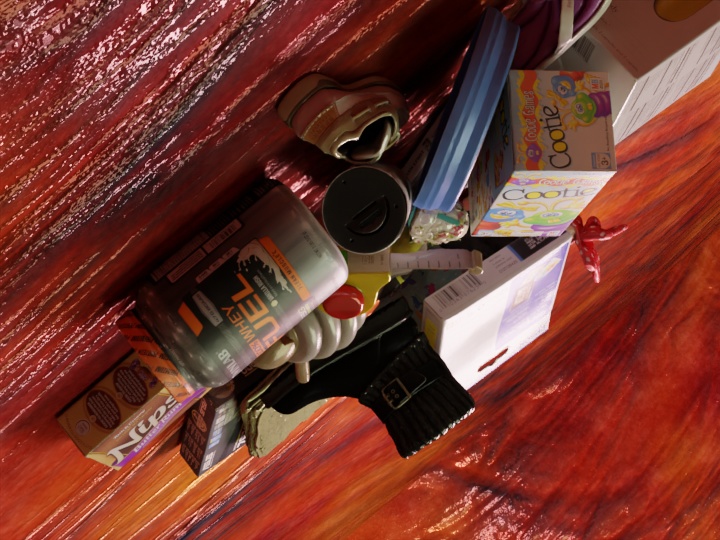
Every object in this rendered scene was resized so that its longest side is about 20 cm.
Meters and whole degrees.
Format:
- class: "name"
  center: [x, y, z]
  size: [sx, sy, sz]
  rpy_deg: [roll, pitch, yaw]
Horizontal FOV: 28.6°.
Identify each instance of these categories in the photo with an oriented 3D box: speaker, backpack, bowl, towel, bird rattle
- class: "speaker"
  center: [0.010, -0.064, 1.362]
  size: [0.081, 0.081, 0.200]
  rpy_deg: [-43, -178, 7]
- class: "backpack"
  center: [0.088, 0.017, 1.731]
  size: [0.202, 0.150, 0.177]
  rpy_deg: [-61, 166, 23]
- class: "bowl"
  center: [0.102, -0.150, 1.351]
  size: [0.201, 0.039, 0.203]
  rpy_deg: [-159, -91, -89]
- class: "towel"
  center: [-0.086, 0.150, 1.717]
  size: [0.148, 0.036, 0.201]
  rpy_deg: [-40, 162, -17]
- class: "bird rattle"
  center: [0.238, -0.072, 1.832]
  size: [0.161, 0.202, 0.113]
  rpy_deg: [6, 135, -38]

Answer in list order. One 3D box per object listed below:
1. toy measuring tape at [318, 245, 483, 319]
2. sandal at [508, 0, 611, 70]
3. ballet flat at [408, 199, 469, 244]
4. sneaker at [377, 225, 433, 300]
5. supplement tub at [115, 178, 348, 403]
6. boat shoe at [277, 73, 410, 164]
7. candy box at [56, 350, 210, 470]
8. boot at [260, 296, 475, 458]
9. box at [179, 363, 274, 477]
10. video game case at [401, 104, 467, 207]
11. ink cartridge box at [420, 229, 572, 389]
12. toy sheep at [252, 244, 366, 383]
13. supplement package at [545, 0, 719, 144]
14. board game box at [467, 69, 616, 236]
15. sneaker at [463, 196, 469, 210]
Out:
- class: "toy measuring tape"
  center: [0.021, 0.011, 1.389]
  size: [0.197, 0.075, 0.074]
  rpy_deg: [-2, 163, 4]
- class: "sandal"
  center: [0.184, -0.253, 1.371]
  size: [0.050, 0.083, 0.204]
  rpy_deg: [-22, 153, -49]
- class: "ballet flat"
  center: [0.084, -0.055, 1.507]
  size: [0.200, 0.063, 0.077]
  rpy_deg: [-66, 177, -82]
- class: "sneaker"
  center: [0.000, 0.000, 1.599]
  size: [0.199, 0.077, 0.075]
  rpy_deg: [-38, -175, -6]
- class: "supplement tub"
  center: [-0.119, 0.021, 1.296]
  size: [0.199, 0.123, 0.123]
  rpy_deg: [-40, 165, -7]
- class: "boat shoe"
  center: [-0.002, -0.129, 1.279]
  size: [0.075, 0.069, 0.199]
  rpy_deg: [-48, 164, 24]
- class: "candy box"
  center: [-0.207, 0.115, 1.461]
  size: [0.200, 0.057, 0.117]
  rpy_deg: [-42, 165, -5]
- class: "boot"
  center: [0.007, 0.146, 1.579]
  size: [0.209, 0.159, 0.079]
  rpy_deg: [-31, -176, 11]
- class: "box"
  center: [-0.142, 0.157, 1.750]
  size: [0.160, 0.049, 0.201]
  rpy_deg: [-31, 160, -29]
- class: "video game case"
  center: [0.117, -0.142, 1.629]
  size: [0.199, 0.023, 0.182]
  rpy_deg: [-25, 157, -47]
- class: "ink cartridge box"
  center: [0.152, 0.053, 1.660]
  size: [0.196, 0.047, 0.201]
  rpy_deg: [-33, 154, -23]
- class: "toy sheep"
  center: [-0.052, 0.030, 1.484]
  size: [0.200, 0.137, 0.138]
  rpy_deg: [-50, 172, -36]
- class: "supplement package"
  center: [0.281, -0.253, 1.486]
  size: [0.199, 0.152, 0.151]
  rpy_deg: [-35, 163, -25]
- class: "board game box"
  center: [0.176, -0.113, 1.419]
  size: [0.101, 0.107, 0.200]
  rpy_deg: [0, 165, -7]
- class: "sneaker"
  center: [0.133, -0.027, 1.888]
  size: [0.093, 0.070, 0.200]
  rpy_deg: [-43, 169, -19]
